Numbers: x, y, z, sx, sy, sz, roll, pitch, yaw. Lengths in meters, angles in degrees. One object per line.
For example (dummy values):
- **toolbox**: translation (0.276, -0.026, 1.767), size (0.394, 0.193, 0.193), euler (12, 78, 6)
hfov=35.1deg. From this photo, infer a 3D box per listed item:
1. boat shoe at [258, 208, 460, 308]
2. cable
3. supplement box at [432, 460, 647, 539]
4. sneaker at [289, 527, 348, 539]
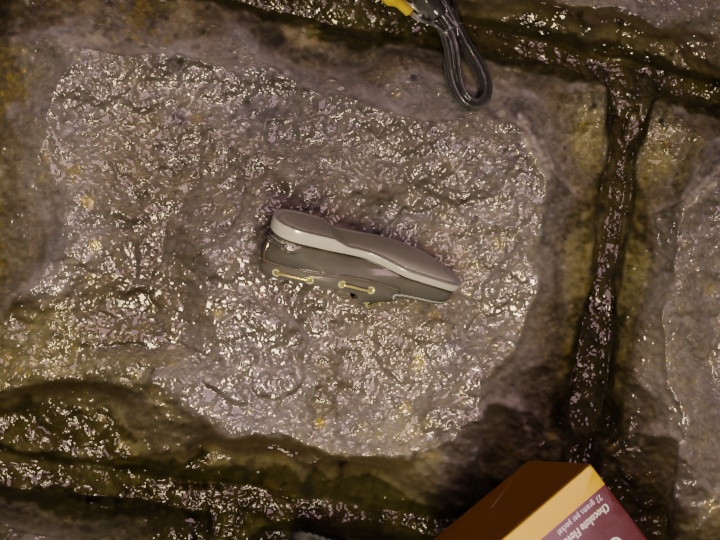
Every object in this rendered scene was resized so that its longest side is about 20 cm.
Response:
- **boat shoe**: translation (-0.001, -0.001, 1.101), size (0.200, 0.072, 0.061), euler (17, 110, -19)
- **cable**: translation (0.078, -0.259, 1.164), size (0.097, 0.050, 0.201), euler (-42, 105, -28)
- **supplement box**: translation (0.180, 0.285, 0.975), size (0.132, 0.197, 0.201), euler (-37, 87, -10)
- **sneaker**: translation (0.013, 0.312, 1.066), size (0.199, 0.074, 0.089), euler (29, 78, -6)
